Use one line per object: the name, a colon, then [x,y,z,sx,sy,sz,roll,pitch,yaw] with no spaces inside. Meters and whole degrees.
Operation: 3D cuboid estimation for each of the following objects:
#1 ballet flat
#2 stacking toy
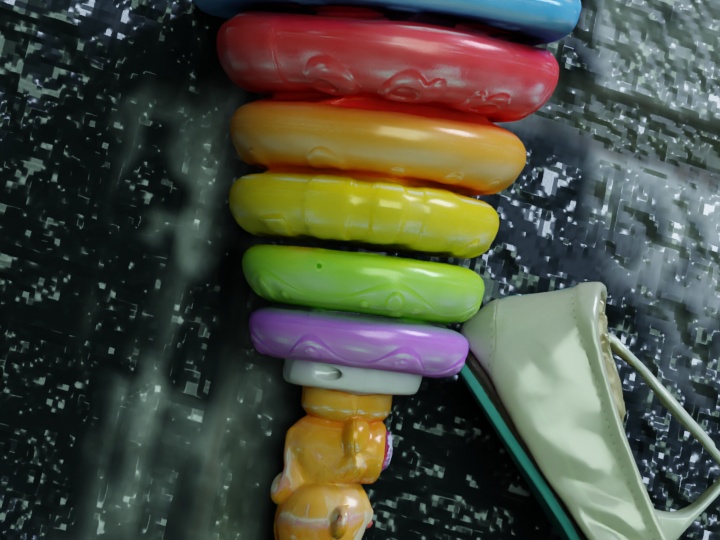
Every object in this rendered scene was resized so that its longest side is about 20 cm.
ballet flat: [0.098,0.094,0.943,0.069,0.069,0.200,-27,90,-23]
stacking toy: [0.000,0.000,0.922,0.110,0.116,0.200,7,88,-16]
